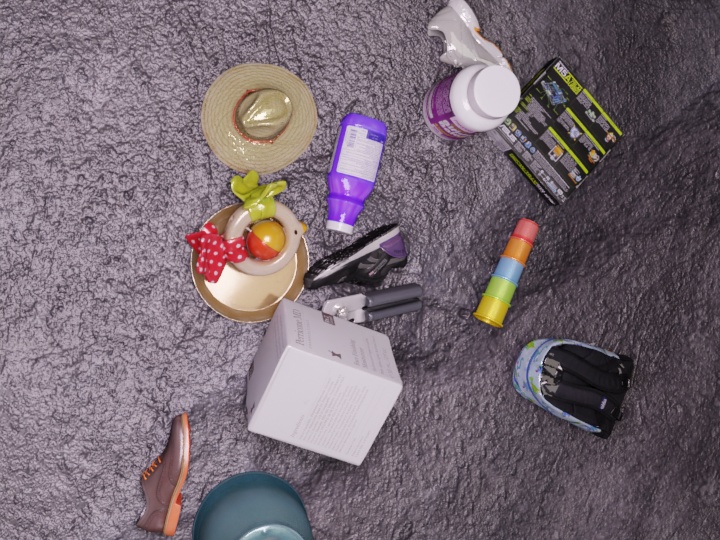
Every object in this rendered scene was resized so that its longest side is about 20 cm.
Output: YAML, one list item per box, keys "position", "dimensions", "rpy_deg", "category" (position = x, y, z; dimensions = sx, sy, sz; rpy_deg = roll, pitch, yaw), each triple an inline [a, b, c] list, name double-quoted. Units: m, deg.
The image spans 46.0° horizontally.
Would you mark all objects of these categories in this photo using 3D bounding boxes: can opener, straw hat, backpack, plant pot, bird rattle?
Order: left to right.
- position: [-0.185, -0.013, 1.424]
  dimensions: [0.199, 0.027, 0.201]
  rpy_deg: [0, 91, -16]
  category: "plant pot"
- position: [-0.173, -0.055, 1.366]
  dimensions: [0.163, 0.113, 0.201]
  rpy_deg: [33, 85, -31]
  category: "bird rattle"
- position: [-0.161, 0.444, 1.358]
  dimensions: [0.199, 0.188, 0.202]
  rpy_deg: [0, 91, -16]
  category: "plant pot"
- position: [-0.159, -0.258, 1.395]
  dimensions: [0.200, 0.085, 0.203]
  rpy_deg: [-1, 92, -17]
  category: "straw hat"
- position: [0.015, 0.056, 1.469]
  dimensions: [0.199, 0.066, 0.053]
  rpy_deg: [-10, 115, -24]
  category: "can opener"
- position: [0.377, 0.200, 1.547]
  dimensions: [0.199, 0.153, 0.164]
  rpy_deg: [19, 88, -38]
  category: "backpack"

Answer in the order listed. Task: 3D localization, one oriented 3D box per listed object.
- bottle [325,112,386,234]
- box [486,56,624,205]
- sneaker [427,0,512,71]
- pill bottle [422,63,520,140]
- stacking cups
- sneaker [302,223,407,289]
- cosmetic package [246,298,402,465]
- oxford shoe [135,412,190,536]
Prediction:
- position: [-0.014, -0.163, 1.451]
  dimensions: [0.083, 0.065, 0.201]
  rpy_deg: [14, 88, -16]
  category: "bottle"
- position: [0.361, -0.256, 1.571]
  dimensions: [0.200, 0.047, 0.193]
  rpy_deg: [45, 77, -12]
  category: "box"
- position: [0.192, -0.379, 1.510]
  dimensions: [0.092, 0.076, 0.200]
  rpy_deg: [-37, 93, -5]
  category: "sneaker"
- position: [0.189, -0.286, 1.437]
  dimensions: [0.112, 0.200, 0.113]
  rpy_deg: [0, 91, -16]
  category: "pill bottle"
- position: [0.272, 0.003, 1.541]
  dimensions: [0.060, 0.060, 0.201]
  rpy_deg: [28, 84, -15]
  category: "stacking cups"
- position: [0.000, 0.000, 1.447]
  dimensions: [0.199, 0.076, 0.088]
  rpy_deg: [-29, 106, -22]
  category: "sneaker"
- position: [-0.064, 0.178, 1.369]
  dimensions: [0.199, 0.165, 0.166]
  rpy_deg: [21, 110, -17]
  category: "cosmetic package"
- position: [-0.318, 0.328, 1.372]
  dimensions: [0.072, 0.071, 0.201]
  rpy_deg: [10, 89, -11]
  category: "oxford shoe"
